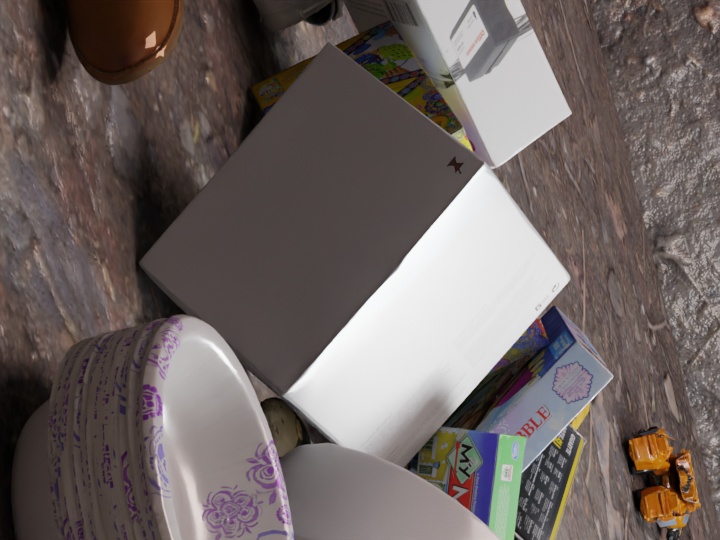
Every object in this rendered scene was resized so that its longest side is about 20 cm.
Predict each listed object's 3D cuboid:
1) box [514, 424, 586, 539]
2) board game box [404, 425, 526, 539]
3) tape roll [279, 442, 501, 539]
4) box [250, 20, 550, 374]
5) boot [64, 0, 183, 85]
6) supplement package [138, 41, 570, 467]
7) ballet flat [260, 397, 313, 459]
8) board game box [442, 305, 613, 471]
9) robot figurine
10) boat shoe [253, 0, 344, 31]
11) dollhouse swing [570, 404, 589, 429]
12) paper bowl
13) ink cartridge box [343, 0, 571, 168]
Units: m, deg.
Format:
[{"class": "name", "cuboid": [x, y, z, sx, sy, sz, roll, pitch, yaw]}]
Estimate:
[{"class": "box", "cuboid": [0.085, 0.202, 1.956, 0.049, 0.160, 0.200, 45, 25, -7]}, {"class": "board game box", "cuboid": [0.042, 0.203, 1.758, 0.029, 0.134, 0.202, 11, 85, -42]}, {"class": "tape roll", "cuboid": [0.014, 0.198, 1.625, 0.071, 0.201, 0.203, -54, 137, -29]}, {"class": "box", "cuboid": [0.027, -0.041, 1.943, 0.193, 0.121, 0.201, -118, -176, -57]}, {"class": "boot", "cuboid": [-0.168, -0.222, 1.571, 0.156, 0.076, 0.201, 62, 18, -49]}, {"class": "supplement package", "cuboid": [0.000, 0.000, 1.695, 0.147, 0.191, 0.200, 40, -4, 29]}, {"class": "ballet flat", "cuboid": [-0.023, 0.152, 1.815, 0.201, 0.056, 0.067, 62, 23, -43]}, {"class": "board game box", "cuboid": [0.097, 0.122, 1.960, 0.041, 0.200, 0.200, 43, 4, -5]}, {"class": "robot figurine", "cuboid": [0.369, 0.256, 3.192, 0.200, 0.058, 0.146, 21, 57, -72]}, {"class": "boat shoe", "cuboid": [-0.038, -0.226, 2.080, 0.200, 0.071, 0.069, -44, 122, -74]}, {"class": "dollhouse swing", "cuboid": [0.102, 0.035, 2.205, 0.200, 0.180, 0.177, -33, 129, -74]}, {"class": "paper bowl", "cuboid": [-0.114, 0.131, 1.402, 0.201, 0.104, 0.202, -13, 90, -75]}, {"class": "ink cartridge box", "cuboid": [0.060, -0.192, 2.009, 0.145, 0.083, 0.201, 25, -35, 61]}]
